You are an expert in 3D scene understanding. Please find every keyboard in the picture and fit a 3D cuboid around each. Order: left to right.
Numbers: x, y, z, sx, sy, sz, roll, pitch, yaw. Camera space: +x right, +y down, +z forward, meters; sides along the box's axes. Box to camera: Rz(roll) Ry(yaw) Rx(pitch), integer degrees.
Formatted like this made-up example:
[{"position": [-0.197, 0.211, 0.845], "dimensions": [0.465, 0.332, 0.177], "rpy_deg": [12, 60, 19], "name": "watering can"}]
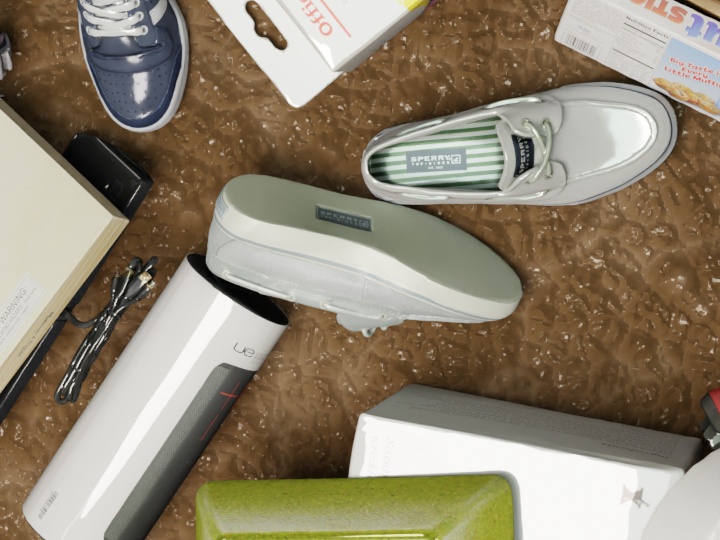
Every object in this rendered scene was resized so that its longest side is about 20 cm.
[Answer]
[{"position": [-0.191, 0.020, 1.439], "dimensions": [0.127, 0.021, 0.201], "rpy_deg": [41, 103, 38], "name": "keyboard"}]

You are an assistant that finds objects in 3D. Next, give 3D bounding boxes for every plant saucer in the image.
[{"position": [-0.011, 0.220, 1.305], "dimensions": [0.199, 0.048, 0.201], "rpy_deg": [-3, 84, 19], "name": "plant saucer"}]

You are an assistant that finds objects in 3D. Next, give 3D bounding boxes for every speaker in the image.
[{"position": [-0.130, 0.090, 1.439], "dimensions": [0.081, 0.081, 0.200], "rpy_deg": [35, 99, 3], "name": "speaker"}]

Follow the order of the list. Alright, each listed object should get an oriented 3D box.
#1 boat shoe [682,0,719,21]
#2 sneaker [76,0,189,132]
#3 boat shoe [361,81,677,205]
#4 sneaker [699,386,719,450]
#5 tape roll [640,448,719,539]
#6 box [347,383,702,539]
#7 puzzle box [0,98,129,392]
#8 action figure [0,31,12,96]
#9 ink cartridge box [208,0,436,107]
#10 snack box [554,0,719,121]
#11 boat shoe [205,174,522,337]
[{"position": [0.215, -0.188, 1.366], "dimensions": [0.199, 0.070, 0.071], "rpy_deg": [27, 100, 5], "name": "boat shoe"}, {"position": [-0.154, -0.184, 1.400], "dimensions": [0.070, 0.108, 0.201], "rpy_deg": [-3, 95, 9], "name": "sneaker"}, {"position": [0.097, -0.069, 1.397], "dimensions": [0.199, 0.067, 0.074], "rpy_deg": [-12, 94, 9], "name": "boat shoe"}, {"position": [0.290, 0.142, 1.369], "dimensions": [0.098, 0.071, 0.201], "rpy_deg": [-32, 93, 6], "name": "sneaker"}, {"position": [0.255, 0.194, 1.290], "dimensions": [0.201, 0.071, 0.204], "rpy_deg": [-2, 97, -19], "name": "tape roll"}, {"position": [0.093, 0.189, 1.383], "dimensions": [0.199, 0.131, 0.200], "rpy_deg": [10, 96, 12], "name": "box"}, {"position": [-0.251, 0.004, 1.422], "dimensions": [0.133, 0.025, 0.200], "rpy_deg": [42, 100, 20], "name": "puzzle box"}, {"position": [-0.276, -0.180, 1.440], "dimensions": [0.129, 0.069, 0.201], "rpy_deg": [13, 101, -3], "name": "action figure"}, {"position": [-0.003, -0.202, 1.397], "dimensions": [0.200, 0.067, 0.117], "rpy_deg": [-40, 89, 10], "name": "ink cartridge box"}, {"position": [0.216, -0.120, 1.372], "dimensions": [0.199, 0.072, 0.024], "rpy_deg": [27, 68, 5], "name": "snack box"}, {"position": [-0.001, 0.000, 1.417], "dimensions": [0.200, 0.070, 0.072], "rpy_deg": [17, 126, -9], "name": "boat shoe"}]
